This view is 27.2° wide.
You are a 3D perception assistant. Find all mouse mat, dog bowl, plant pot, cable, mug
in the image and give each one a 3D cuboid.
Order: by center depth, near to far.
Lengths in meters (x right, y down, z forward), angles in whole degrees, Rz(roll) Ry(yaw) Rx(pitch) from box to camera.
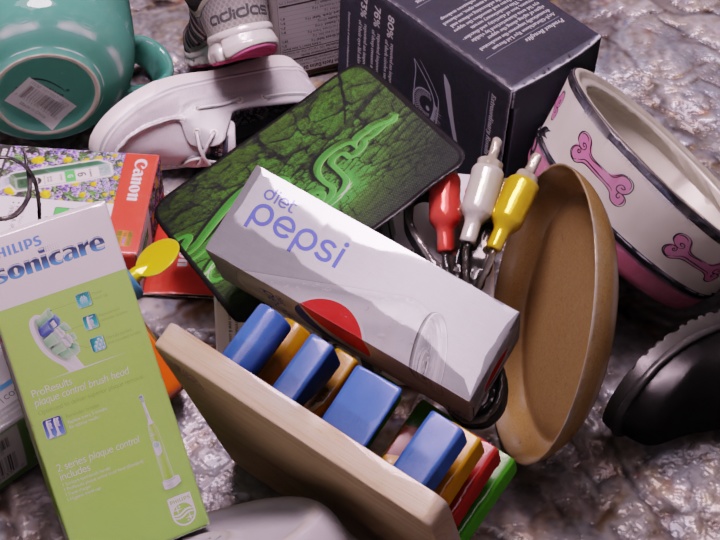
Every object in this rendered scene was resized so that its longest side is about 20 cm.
[{"bbox_3d":[0.130,0.030,0.998,0.027,0.201,0.202,7,46,-12],"label":"plant pot"},{"bbox_3d":[0.065,0.004,1.001,0.096,0.051,0.202,4,62,14],"label":"cable"},{"bbox_3d":[-0.040,-0.061,1.056,0.199,0.008,0.161,-37,46,-7],"label":"mouse mat"},{"bbox_3d":[0.207,-0.055,1.100,0.199,0.074,0.201,37,20,-16],"label":"dog bowl"},{"bbox_3d":[-0.242,-0.182,1.202,0.182,0.153,0.115,-7,51,-9],"label":"mug"}]

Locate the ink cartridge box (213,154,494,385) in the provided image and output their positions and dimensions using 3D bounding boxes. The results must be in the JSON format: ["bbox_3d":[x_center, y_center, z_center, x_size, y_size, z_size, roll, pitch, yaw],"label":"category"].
[{"bbox_3d":[0.000,0.000,1.092,0.197,0.085,0.146,5,50,1],"label":"ink cartridge box"}]

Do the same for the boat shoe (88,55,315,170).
[{"bbox_3d":[-0.120,-0.115,1.209,0.198,0.073,0.069,-17,47,-30],"label":"boat shoe"}]

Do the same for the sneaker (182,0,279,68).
[{"bbox_3d":[-0.112,-0.217,1.228,0.073,0.089,0.200,-13,9,-10],"label":"sneaker"}]

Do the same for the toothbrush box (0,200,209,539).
[{"bbox_3d":[-0.170,0.066,0.915,0.085,0.203,0.145,-17,6,-14],"label":"toothbrush box"}]

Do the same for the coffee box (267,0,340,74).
[{"bbox_3d":[-0.056,-0.278,1.263,0.079,0.201,0.114,-15,50,-11],"label":"coffee box"}]

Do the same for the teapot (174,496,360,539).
[{"bbox_3d":[-0.075,0.226,0.849,0.197,0.148,0.197,-17,5,15],"label":"teapot"}]

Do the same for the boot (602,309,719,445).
[{"bbox_3d":[0.287,0.100,1.018,0.209,0.080,0.158,-23,52,-22],"label":"boot"}]

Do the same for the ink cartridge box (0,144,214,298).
[{"bbox_3d":[-0.194,-0.038,1.141,0.197,0.051,0.110,4,48,2],"label":"ink cartridge box"}]

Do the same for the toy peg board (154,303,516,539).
[{"bbox_3d":[0.001,0.096,0.915,0.199,0.200,0.098,30,72,23],"label":"toy peg board"}]

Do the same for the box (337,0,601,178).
[{"bbox_3d":[0.081,-0.159,1.199,0.104,0.149,0.200,-32,57,-29],"label":"box"}]

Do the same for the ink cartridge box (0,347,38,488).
[{"bbox_3d":[-0.303,0.071,1.032,0.103,0.060,0.199,-34,58,-29],"label":"ink cartridge box"}]

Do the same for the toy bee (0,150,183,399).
[{"bbox_3d":[-0.190,0.001,1.047,0.129,0.203,0.109,-16,14,-11],"label":"toy bee"}]

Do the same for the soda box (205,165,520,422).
[{"bbox_3d":[0.002,0.015,0.953,0.198,0.064,0.069,30,78,13],"label":"soda box"}]
